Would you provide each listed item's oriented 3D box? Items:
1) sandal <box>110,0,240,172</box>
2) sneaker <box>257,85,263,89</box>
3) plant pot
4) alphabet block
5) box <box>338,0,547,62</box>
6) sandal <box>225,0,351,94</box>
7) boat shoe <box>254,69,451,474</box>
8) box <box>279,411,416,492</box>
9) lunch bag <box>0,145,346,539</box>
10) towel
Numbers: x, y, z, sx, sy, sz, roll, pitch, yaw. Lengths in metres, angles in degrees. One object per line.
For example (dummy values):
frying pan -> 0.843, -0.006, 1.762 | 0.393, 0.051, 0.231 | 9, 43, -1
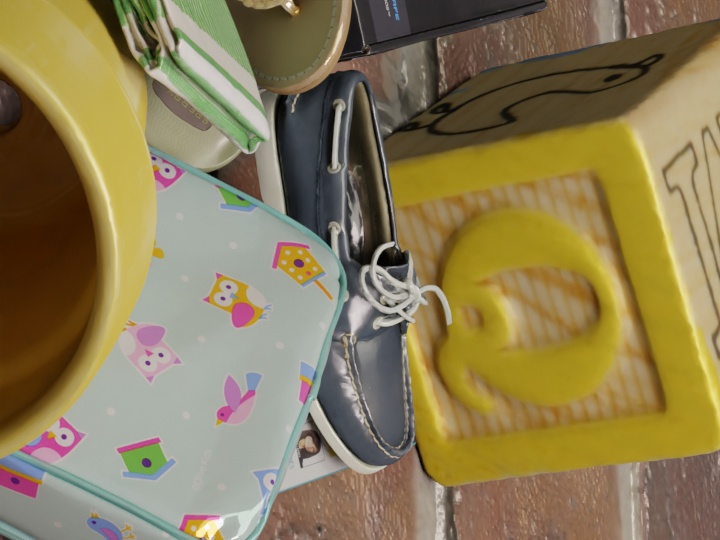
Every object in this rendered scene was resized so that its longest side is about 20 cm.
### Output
sandal -> -0.106, -0.100, 1.288 | 0.080, 0.057, 0.201 | -53, 136, 6
sneaker -> -0.096, -0.178, 1.396 | 0.108, 0.070, 0.201 | -26, 98, -63
plant pot -> -0.169, -0.044, 1.144 | 0.189, 0.200, 0.201 | -64, 136, -66
alphabet block -> 0.133, -0.012, 1.614 | 0.200, 0.195, 0.197 | -39, 113, -56
box -> 0.014, -0.219, 1.507 | 0.198, 0.050, 0.201 | -19, 97, -56
sandal -> -0.058, -0.182, 1.326 | 0.070, 0.077, 0.212 | 33, 42, -45
boat shoe -> 0.000, 0.000, 1.422 | 0.075, 0.062, 0.201 | -3, 82, -62
box -> -0.047, 0.068, 1.432 | 0.200, 0.049, 0.083 | -13, 93, -59
lunch bag -> -0.101, 0.041, 1.273 | 0.160, 0.077, 0.200 | 25, 48, -7
towel -> -0.097, -0.155, 1.236 | 0.201, 0.023, 0.153 | 67, 9, 17
